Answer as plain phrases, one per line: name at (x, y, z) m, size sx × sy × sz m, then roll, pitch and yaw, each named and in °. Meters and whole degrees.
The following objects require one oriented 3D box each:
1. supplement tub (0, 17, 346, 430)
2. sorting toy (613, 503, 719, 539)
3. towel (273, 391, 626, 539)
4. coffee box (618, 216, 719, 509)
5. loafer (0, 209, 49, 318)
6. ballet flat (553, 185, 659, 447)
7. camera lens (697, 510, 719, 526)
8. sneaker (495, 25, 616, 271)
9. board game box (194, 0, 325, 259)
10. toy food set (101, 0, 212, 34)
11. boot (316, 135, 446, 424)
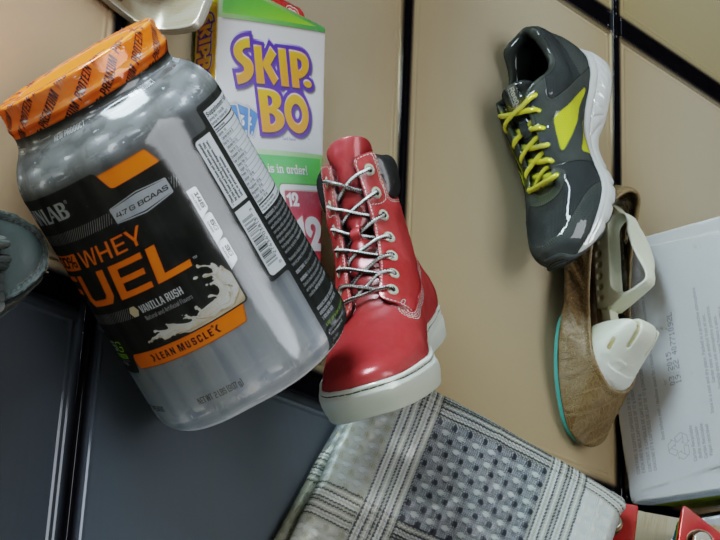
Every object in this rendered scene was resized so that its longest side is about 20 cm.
supplement tub at (-0.103, -0.026, 0.987) m, size 0.201 × 0.122 × 0.123 m, roll 59°, pitch 42°, yaw -14°
sorting toy at (0.180, 0.237, 1.157) m, size 0.070 × 0.198 × 0.201 m, roll 89°, pitch 13°, yaw -57°
towel at (0.053, 0.166, 1.097) m, size 0.192 × 0.035 × 0.200 m, roll 30°, pitch 51°, yaw -2°
coffee box at (0.325, 0.068, 1.376) m, size 0.197 × 0.199 × 0.201 m, roll 10°, pitch 70°, yaw -47°
loafer at (-0.223, 0.000, 0.888) m, size 0.199 × 0.063 × 0.072 m, roll -8°, pitch 82°, yaw -49°
ballet flat at (0.182, 0.026, 1.329) m, size 0.068 × 0.072 × 0.201 m, roll 26°, pitch 58°, yaw -40°
camera lens at (0.290, 0.268, 1.296) m, size 0.159 × 0.159 × 0.201 m, roll -1°, pitch 77°, yaw -48°
sneaker at (0.131, -0.091, 1.324) m, size 0.084 × 0.074 × 0.201 m, roll 31°, pitch 46°, yaw -31°
board game box at (-0.063, -0.090, 1.131) m, size 0.095 × 0.030 × 0.201 m, roll 21°, pitch 60°, yaw -43°
toy food set at (-0.148, -0.249, 1.064) m, size 0.200 × 0.060 × 0.144 m, roll 39°, pitch 50°, yaw -33°
boot at (0.000, 0.000, 1.081) m, size 0.200 × 0.072 × 0.145 m, roll -67°, pitch 143°, yaw -73°
